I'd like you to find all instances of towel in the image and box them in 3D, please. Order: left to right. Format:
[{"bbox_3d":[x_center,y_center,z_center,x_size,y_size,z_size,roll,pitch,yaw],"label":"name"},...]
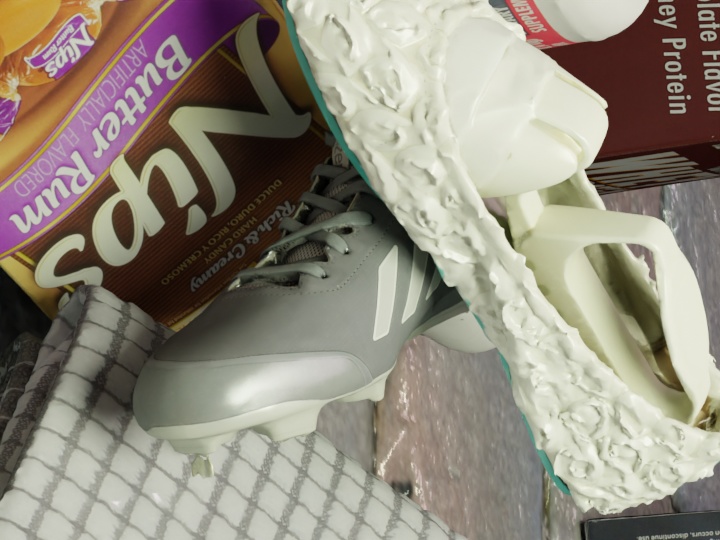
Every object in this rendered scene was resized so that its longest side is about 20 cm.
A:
[{"bbox_3d":[-0.060,0.122,0.735,0.166,0.086,0.200,39,39,-18],"label":"towel"}]

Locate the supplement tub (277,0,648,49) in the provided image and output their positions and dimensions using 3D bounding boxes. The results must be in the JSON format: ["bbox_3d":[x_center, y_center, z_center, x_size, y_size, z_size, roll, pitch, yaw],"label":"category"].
[{"bbox_3d":[-0.008,-0.134,0.863,0.140,0.200,0.141,-8,90,-67],"label":"supplement tub"}]

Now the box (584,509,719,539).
[{"bbox_3d":[0.215,0.231,1.383,0.200,0.123,0.199,13,72,-66],"label":"box"}]

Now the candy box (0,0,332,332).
[{"bbox_3d":[-0.077,-0.057,0.771,0.056,0.117,0.200,58,4,40],"label":"candy box"}]

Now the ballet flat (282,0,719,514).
[{"bbox_3d":[0.054,-0.018,0.720,0.200,0.072,0.072,58,31,-24],"label":"ballet flat"}]

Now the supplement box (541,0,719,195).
[{"bbox_3d":[0.103,-0.136,1.130,0.133,0.200,0.198,9,75,-66],"label":"supplement box"}]

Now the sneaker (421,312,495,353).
[{"bbox_3d":[0.000,0.000,0.998,0.199,0.079,0.130,60,33,-42],"label":"sneaker"}]

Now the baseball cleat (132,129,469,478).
[{"bbox_3d":[-0.005,-0.017,0.753,0.200,0.070,0.107,-28,111,-52],"label":"baseball cleat"}]
